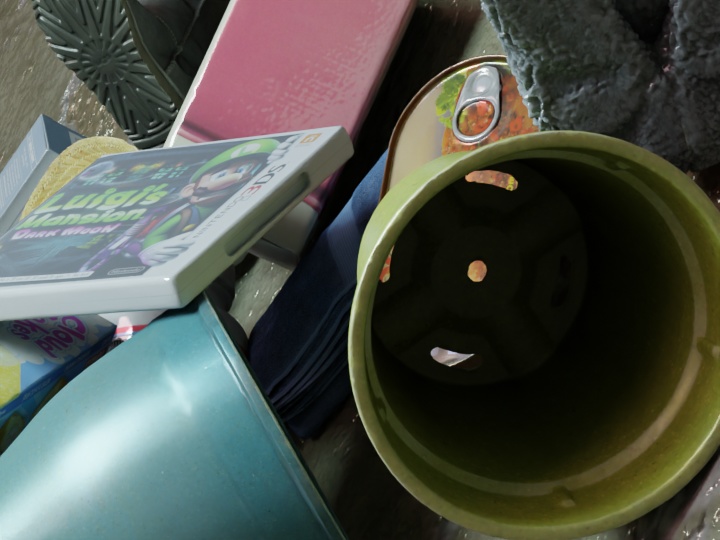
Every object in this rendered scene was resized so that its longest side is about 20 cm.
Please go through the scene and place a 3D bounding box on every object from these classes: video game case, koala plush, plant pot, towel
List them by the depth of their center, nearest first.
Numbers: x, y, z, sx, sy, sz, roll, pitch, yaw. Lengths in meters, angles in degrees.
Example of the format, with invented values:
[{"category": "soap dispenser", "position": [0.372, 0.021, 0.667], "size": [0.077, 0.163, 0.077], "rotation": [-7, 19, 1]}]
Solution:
[{"category": "plant pot", "position": [0.077, 0.017, 1.391], "size": [0.201, 0.200, 0.184], "rotation": [-61, 14, 4]}, {"category": "koala plush", "position": [0.135, -0.160, 1.461], "size": [0.176, 0.185, 0.200], "rotation": [-19, 25, 2]}, {"category": "plant pot", "position": [-0.118, 0.141, 1.518], "size": [0.187, 0.201, 0.200], "rotation": [-31, 29, -2]}, {"category": "video game case", "position": [-0.128, -0.027, 1.591], "size": [0.199, 0.023, 0.182], "rotation": [-5, 26, 39]}, {"category": "towel", "position": [0.000, 0.000, 1.682], "size": [0.200, 0.048, 0.112], "rotation": [-52, 27, 22]}]

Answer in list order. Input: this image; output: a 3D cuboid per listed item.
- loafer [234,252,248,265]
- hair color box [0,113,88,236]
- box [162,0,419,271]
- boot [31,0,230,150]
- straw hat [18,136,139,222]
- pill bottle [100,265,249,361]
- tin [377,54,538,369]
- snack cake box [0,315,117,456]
[{"category": "loafer", "position": [-0.078, -0.093, 1.912], "size": [0.070, 0.070, 0.201], "rotation": [71, -147, -74]}, {"category": "hair color box", "position": [-0.255, -0.011, 2.108], "size": [0.200, 0.099, 0.061], "rotation": [-53, 28, 20]}, {"category": "box", "position": [-0.048, -0.114, 1.768], "size": [0.128, 0.108, 0.201], "rotation": [118, 176, -85]}, {"category": "boot", "position": [-0.149, -0.192, 1.946], "size": [0.072, 0.182, 0.200], "rotation": [-15, 27, 27]}, {"category": "straw hat", "position": [-0.165, 0.006, 1.935], "size": [0.201, 0.085, 0.202], "rotation": [-21, 62, 48]}, {"category": "pill bottle", "position": [-0.125, 0.087, 1.730], "size": [0.109, 0.108, 0.201], "rotation": [-30, 50, 49]}, {"category": "tin", "position": [0.062, -0.028, 1.557], "size": [0.111, 0.042, 0.201], "rotation": [-3, 62, 30]}, {"category": "snack cake box", "position": [-0.228, 0.091, 1.616], "size": [0.115, 0.067, 0.200], "rotation": [-66, -10, 21]}]
